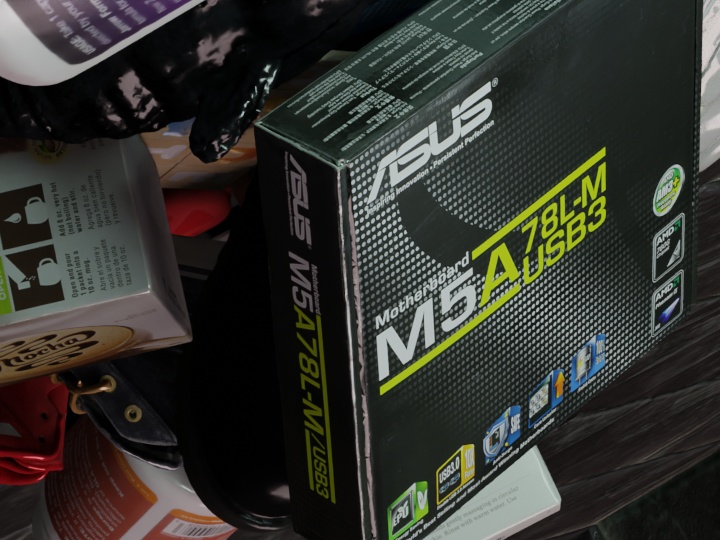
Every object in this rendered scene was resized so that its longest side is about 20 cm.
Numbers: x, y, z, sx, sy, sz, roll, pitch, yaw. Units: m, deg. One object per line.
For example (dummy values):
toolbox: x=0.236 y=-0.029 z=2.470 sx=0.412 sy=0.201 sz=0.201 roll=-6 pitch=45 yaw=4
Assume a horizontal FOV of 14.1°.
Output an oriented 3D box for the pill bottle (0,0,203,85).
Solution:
pill bottle: x=-0.076 y=-0.121 z=0.818 sx=0.199 sy=0.112 sz=0.111 roll=-29 pitch=167 yaw=9

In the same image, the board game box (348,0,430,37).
board game box: x=0.019 y=-0.140 z=1.089 sx=0.199 sy=0.045 sz=0.152 roll=-20 pitch=167 yaw=-27

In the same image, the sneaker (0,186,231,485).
sneaker: x=-0.132 y=0.030 z=1.298 sx=0.199 sy=0.116 sz=0.078 roll=-23 pitch=167 yaw=-16

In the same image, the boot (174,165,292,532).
boot: x=-0.002 y=-0.001 z=1.148 sx=0.079 sy=0.212 sz=0.158 roll=16 pitch=169 yaw=-20

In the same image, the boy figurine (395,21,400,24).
boy figurine: x=0.110 y=-0.134 z=1.258 sx=0.199 sy=0.065 sz=0.124 roll=-25 pitch=170 yaw=-23

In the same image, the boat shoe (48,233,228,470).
boat shoe: x=-0.114 y=0.029 z=1.221 sx=0.199 sy=0.091 sz=0.071 roll=7 pitch=164 yaw=-10

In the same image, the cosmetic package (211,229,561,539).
cosmetic package: x=0.013 y=0.053 z=1.484 sx=0.107 sy=0.201 sz=0.085 roll=-25 pitch=172 yaw=1

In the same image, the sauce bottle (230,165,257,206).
sauce bottle: x=-0.027 y=-0.046 z=1.335 sx=0.064 sy=0.065 sz=0.200 roll=-27 pitch=165 yaw=2

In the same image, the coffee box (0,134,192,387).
coffee box: x=-0.173 y=0.004 z=1.096 sx=0.199 sy=0.080 sz=0.113 roll=-13 pitch=168 yaw=1

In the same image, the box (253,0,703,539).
box: x=0.049 y=-0.017 z=1.057 sx=0.200 sy=0.047 sz=0.194 roll=-36 pitch=141 yaw=-34

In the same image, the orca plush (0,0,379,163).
orca plush: x=-0.066 y=-0.071 z=0.971 sx=0.199 sy=0.071 sz=0.105 roll=-16 pitch=148 yaw=4

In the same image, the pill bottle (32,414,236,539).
pill bottle: x=-0.120 y=0.119 z=1.689 sx=0.112 sy=0.113 sz=0.200 roll=-19 pitch=166 yaw=-32

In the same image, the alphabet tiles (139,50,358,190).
alphabet tiles: x=-0.105 y=-0.054 z=1.120 sx=0.166 sy=0.008 sz=0.200 roll=1 pitch=164 yaw=-25

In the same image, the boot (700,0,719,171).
boot: x=0.150 y=-0.129 z=1.195 sx=0.095 sy=0.074 sz=0.201 roll=7 pitch=122 yaw=-44
